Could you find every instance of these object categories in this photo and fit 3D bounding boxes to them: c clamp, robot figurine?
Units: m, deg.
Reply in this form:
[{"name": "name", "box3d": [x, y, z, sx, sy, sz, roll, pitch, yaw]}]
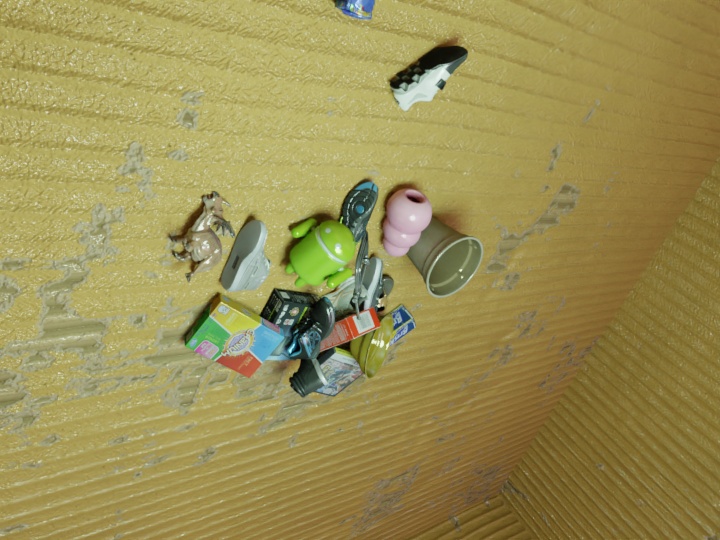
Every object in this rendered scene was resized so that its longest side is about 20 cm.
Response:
[{"name": "c clamp", "box3d": [0.000, 0.000, 1.491, 0.027, 0.202, 0.172, 5, 136, 10]}, {"name": "robot figurine", "box3d": [-0.095, -0.042, 1.376, 0.199, 0.176, 0.115, -37, 175, 24]}]

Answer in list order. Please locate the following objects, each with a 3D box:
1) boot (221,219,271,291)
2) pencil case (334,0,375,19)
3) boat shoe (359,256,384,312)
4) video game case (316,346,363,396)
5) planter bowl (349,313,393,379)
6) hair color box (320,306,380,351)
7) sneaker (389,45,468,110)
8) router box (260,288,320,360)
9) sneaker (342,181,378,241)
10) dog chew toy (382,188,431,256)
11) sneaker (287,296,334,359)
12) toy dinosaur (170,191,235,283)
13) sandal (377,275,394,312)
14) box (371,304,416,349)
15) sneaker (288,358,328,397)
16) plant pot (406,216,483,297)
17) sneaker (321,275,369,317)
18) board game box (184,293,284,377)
[{"name": "boot", "box3d": [-0.251, -0.033, 1.322, 0.095, 0.074, 0.201, 2, 131, -48]}, {"name": "pencil case", "box3d": [0.005, -0.576, 1.036, 0.087, 0.077, 0.202, -41, 152, -52]}, {"name": "boat shoe", "box3d": [0.037, 0.051, 1.615, 0.056, 0.069, 0.202, 2, 120, -24]}, {"name": "video game case", "box3d": [-0.083, 0.321, 1.746, 0.180, 0.026, 0.200, 25, 123, -42]}, {"name": "planter bowl", "box3d": [0.023, 0.215, 1.669, 0.201, 0.082, 0.202, -53, 152, -44]}, {"name": "hair color box", "box3d": [-0.049, 0.171, 1.571, 0.110, 0.065, 0.199, -19, 175, -42]}, {"name": "sneaker", "box3d": [0.163, -0.445, 1.297, 0.198, 0.074, 0.089, -30, 140, 0]}, {"name": "router box", "box3d": [-0.204, 0.152, 1.520, 0.149, 0.062, 0.201, 9, 118, -46]}, {"name": "sneaker", "box3d": [-0.011, -0.138, 1.438, 0.201, 0.073, 0.082, -60, 164, 16]}, {"name": "dog chew toy", "box3d": [0.115, -0.120, 1.510, 0.123, 0.125, 0.201, -11, 139, -32]}, {"name": "sneaker", "box3d": [-0.129, 0.159, 1.471, 0.081, 0.073, 0.202, -1, 124, -39]}, {"name": "toy dinosaur", "box3d": [-0.333, -0.056, 1.217, 0.135, 0.086, 0.202, -25, 143, -31]}, {"name": "sandal", "box3d": [0.044, 0.106, 1.694, 0.081, 0.055, 0.201, 20, 110, -48]}, {"name": "box", "box3d": [0.080, 0.201, 1.797, 0.199, 0.070, 0.065, -35, 144, -10]}, {"name": "sneaker", "box3d": [-0.164, 0.280, 1.575, 0.098, 0.200, 0.071, -32, 119, -5]}, {"name": "plant pot", "box3d": [0.216, -0.058, 1.592, 0.198, 0.184, 0.202, -22, 136, -23]}, {"name": "sneaker", "box3d": [-0.062, 0.105, 1.574, 0.200, 0.092, 0.076, -42, 140, -1]}, {"name": "board game box", "box3d": [-0.315, 0.168, 1.405, 0.199, 0.040, 0.153, 34, 104, -31]}]
